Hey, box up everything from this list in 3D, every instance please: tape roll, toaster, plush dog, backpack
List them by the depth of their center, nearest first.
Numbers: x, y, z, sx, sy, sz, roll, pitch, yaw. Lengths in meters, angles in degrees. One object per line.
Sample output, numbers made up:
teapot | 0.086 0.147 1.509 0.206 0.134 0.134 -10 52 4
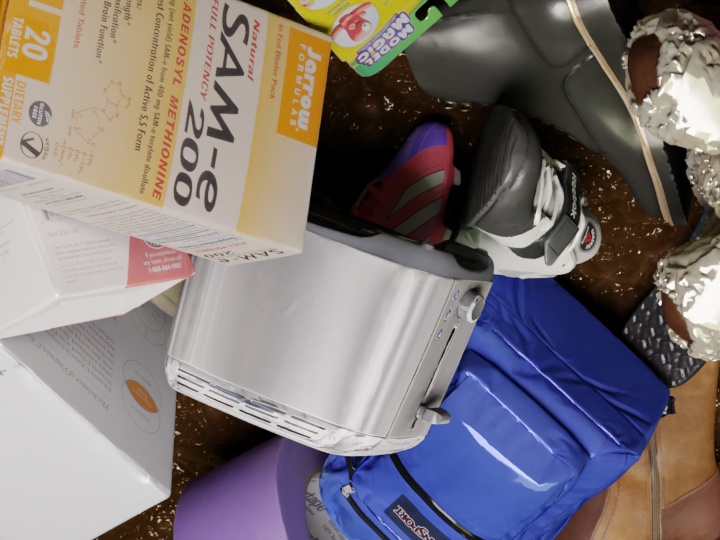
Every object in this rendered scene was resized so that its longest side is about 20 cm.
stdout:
plush dog | 0.236 -0.067 1.288 0.159 0.172 0.201 -9 105 8
toaster | -0.029 0.024 1.298 0.199 0.113 0.130 20 96 24
backpack | 0.065 0.115 1.438 0.163 0.168 0.200 45 125 4
tape roll | -0.032 0.209 1.496 0.085 0.201 0.200 -27 127 19

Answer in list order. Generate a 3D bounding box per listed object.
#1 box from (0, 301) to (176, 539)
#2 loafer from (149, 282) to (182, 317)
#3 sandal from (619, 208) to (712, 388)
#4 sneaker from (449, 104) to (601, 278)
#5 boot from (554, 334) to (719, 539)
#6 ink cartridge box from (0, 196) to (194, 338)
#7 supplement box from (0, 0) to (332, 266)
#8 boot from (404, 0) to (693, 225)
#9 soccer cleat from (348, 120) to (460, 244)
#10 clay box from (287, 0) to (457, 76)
box | -0.195 0.044 1.348 0.106 0.201 0.152 -29 124 22
loafer | -0.086 0.001 1.404 0.068 0.076 0.200 -24 137 15
sandal | 0.236 -0.008 1.422 0.075 0.045 0.200 45 121 10
sneaker | 0.103 -0.040 1.321 0.088 0.075 0.200 15 168 1
boot | 0.157 0.136 1.532 0.187 0.069 0.201 -6 127 9
ink cartridge box | -0.182 -0.072 1.247 0.067 0.201 0.116 -27 170 35
supplement box | -0.118 -0.089 1.183 0.199 0.127 0.073 17 165 -36
boot | 0.110 -0.100 1.338 0.137 0.078 0.201 -12 127 21
soccer cleat | 0.000 0.000 1.373 0.076 0.067 0.201 18 102 -12
clay box | -0.010 -0.197 1.210 0.115 0.048 0.200 -41 141 4
